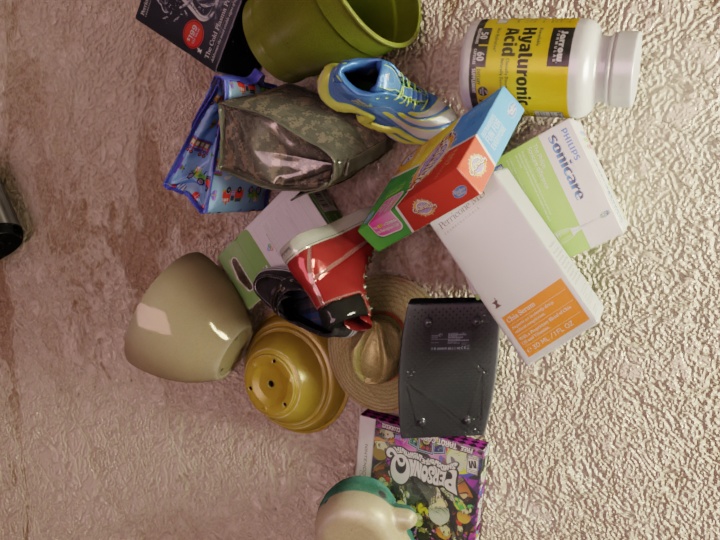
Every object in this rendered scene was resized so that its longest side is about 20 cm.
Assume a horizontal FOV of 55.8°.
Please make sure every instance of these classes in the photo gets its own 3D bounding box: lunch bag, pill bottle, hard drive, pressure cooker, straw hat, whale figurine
[{"bbox_3d":[-0.180,-0.194,0.998,0.093,0.150,0.203,32,110,21],"label":"lunch bag"},{"bbox_3d":[0.225,-0.240,0.808,0.196,0.111,0.114,9,101,25],"label":"pill bottle"},{"bbox_3d":[0.114,0.128,0.909,0.131,0.042,0.205,-1,113,-5],"label":"hard drive"},{"bbox_3d":[-0.764,-0.119,1.302,0.173,0.179,0.203,-26,85,7],"label":"pressure cooker"},{"bbox_3d":[0.025,0.112,0.957,0.196,0.085,0.207,2,95,19],"label":"straw hat"},{"bbox_3d":[-0.070,-0.172,0.930,0.197,0.163,0.120,21,122,24],"label":"lunch bag"},{"bbox_3d":[0.029,0.376,0.976,0.198,0.104,0.160,36,116,-10],"label":"whale figurine"}]

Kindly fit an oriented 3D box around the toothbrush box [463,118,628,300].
[{"bbox_3d":[0.209,-0.074,0.852,0.198,0.086,0.148,-28,86,28],"label":"toothbrush box"}]

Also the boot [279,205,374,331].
[{"bbox_3d":[0.000,0.000,0.914,0.146,0.198,0.072,57,138,6],"label":"boot"}]

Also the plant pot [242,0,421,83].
[{"bbox_3d":[-0.052,-0.350,0.905,0.191,0.199,0.205,-19,88,40],"label":"plant pot"}]

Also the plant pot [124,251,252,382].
[{"bbox_3d":[-0.247,0.094,1.054,0.133,0.200,0.203,30,109,13],"label":"plant pot"}]

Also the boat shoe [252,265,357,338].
[{"bbox_3d":[-0.090,0.047,0.955,0.198,0.066,0.071,26,109,32],"label":"boat shoe"}]

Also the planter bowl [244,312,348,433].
[{"bbox_3d":[-0.120,0.166,1.056,0.196,0.083,0.206,4,98,27],"label":"planter bowl"}]

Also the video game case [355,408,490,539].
[{"bbox_3d":[0.084,0.316,0.998,0.196,0.036,0.186,11,103,26],"label":"video game case"}]

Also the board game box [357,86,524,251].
[{"bbox_3d":[0.094,-0.118,0.826,0.040,0.154,0.199,41,145,-15],"label":"board game box"}]

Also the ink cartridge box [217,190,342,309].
[{"bbox_3d":[-0.119,-0.041,1.041,0.199,0.059,0.105,-40,79,26],"label":"ink cartridge box"}]

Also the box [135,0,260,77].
[{"bbox_3d":[-0.212,-0.421,1.012,0.181,0.104,0.203,35,111,20],"label":"box"}]

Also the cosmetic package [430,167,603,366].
[{"bbox_3d":[0.182,-0.006,0.791,0.101,0.071,0.202,-37,84,27],"label":"cosmetic package"}]

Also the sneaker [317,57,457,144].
[{"bbox_3d":[0.043,-0.214,0.864,0.195,0.105,0.078,12,90,-13],"label":"sneaker"}]
